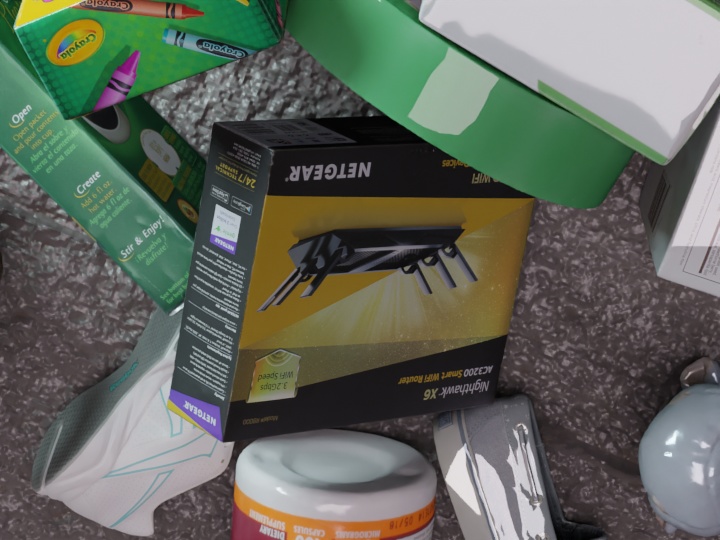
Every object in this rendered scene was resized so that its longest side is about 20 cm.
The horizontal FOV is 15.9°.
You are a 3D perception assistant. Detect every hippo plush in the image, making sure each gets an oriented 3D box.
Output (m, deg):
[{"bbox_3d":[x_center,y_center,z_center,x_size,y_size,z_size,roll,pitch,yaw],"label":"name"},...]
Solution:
[{"bbox_3d":[0.240,0.094,1.407,0.160,0.200,0.160,22,99,21],"label":"hippo plush"}]

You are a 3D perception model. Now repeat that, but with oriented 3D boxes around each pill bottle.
[{"bbox_3d":[-0.021,0.200,1.451,0.114,0.114,0.201,5,106,1],"label":"pill bottle"}]

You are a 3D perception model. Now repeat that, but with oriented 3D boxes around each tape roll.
[{"bbox_3d":[0.051,-0.107,1.317,0.200,0.201,0.048,30,107,-6],"label":"tape roll"}]

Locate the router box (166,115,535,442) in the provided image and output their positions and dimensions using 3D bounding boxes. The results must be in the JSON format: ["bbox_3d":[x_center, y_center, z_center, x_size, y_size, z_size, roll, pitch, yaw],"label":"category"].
[{"bbox_3d":[0.000,0.000,1.364,0.199,0.052,0.158,-6,113,-42],"label":"router box"}]

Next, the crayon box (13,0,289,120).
[{"bbox_3d":[-0.095,-0.165,1.296,0.118,0.200,0.058,-18,121,16],"label":"crayon box"}]

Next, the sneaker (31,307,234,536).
[{"bbox_3d":[-0.094,0.067,1.448,0.080,0.071,0.200,37,107,-24],"label":"sneaker"}]

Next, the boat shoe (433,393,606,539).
[{"bbox_3d":[0.106,0.164,1.459,0.071,0.070,0.202,-20,102,11],"label":"boat shoe"}]

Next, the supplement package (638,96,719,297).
[{"bbox_3d":[0.267,-0.053,1.349,0.199,0.152,0.151,18,106,-3],"label":"supplement package"}]

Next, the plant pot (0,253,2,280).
[{"bbox_3d":[-0.291,-0.016,1.380,0.174,0.200,0.200,37,105,-28],"label":"plant pot"}]

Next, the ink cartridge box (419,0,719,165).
[{"bbox_3d":[0.113,-0.147,1.305,0.146,0.200,0.085,30,108,-6],"label":"ink cartridge box"}]

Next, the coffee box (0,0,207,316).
[{"bbox_3d":[-0.149,-0.076,1.376,0.044,0.123,0.200,-41,102,15],"label":"coffee box"}]
